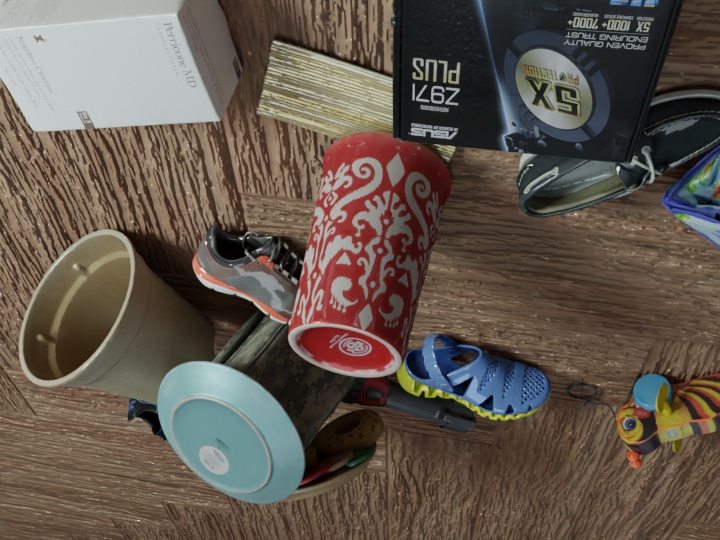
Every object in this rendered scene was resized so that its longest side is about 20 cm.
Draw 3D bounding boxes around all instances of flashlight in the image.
[{"bbox_3d":[0.061,0.173,1.112,0.198,0.068,0.068,18,151,-15],"label":"flashlight"}]

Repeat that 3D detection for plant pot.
[{"bbox_3d":[-0.289,0.079,1.012,0.199,0.202,0.183,-14,147,31],"label":"plant pot"}]

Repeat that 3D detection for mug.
[{"bbox_3d":[0.011,0.000,0.779,0.132,0.202,0.178,5,149,13],"label":"mug"}]

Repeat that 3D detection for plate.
[{"bbox_3d":[-0.155,0.194,0.914,0.198,0.026,0.202,12,122,20],"label":"plate"}]

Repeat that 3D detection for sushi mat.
[{"bbox_3d":[0.004,-0.151,0.753,0.198,0.012,0.096,17,142,-5],"label":"sushi mat"}]

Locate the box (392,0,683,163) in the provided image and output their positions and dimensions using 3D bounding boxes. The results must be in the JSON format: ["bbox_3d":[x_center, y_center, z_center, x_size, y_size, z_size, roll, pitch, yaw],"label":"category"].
[{"bbox_3d":[0.127,-0.179,0.619,0.198,0.087,0.165,8,143,7],"label":"box"}]

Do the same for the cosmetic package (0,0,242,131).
[{"bbox_3d":[-0.217,-0.193,0.709,0.198,0.082,0.113,0,139,18],"label":"cosmetic package"}]

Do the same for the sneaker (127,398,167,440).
[{"bbox_3d":[-0.283,0.246,1.291,0.199,0.078,0.070,32,139,-22],"label":"sneaker"}]

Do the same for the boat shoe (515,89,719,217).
[{"bbox_3d":[0.234,-0.096,0.713,0.199,0.061,0.076,-21,131,37],"label":"boat shoe"}]

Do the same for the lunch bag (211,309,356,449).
[{"bbox_3d":[-0.125,0.145,1.009,0.167,0.200,0.140,-21,111,42],"label":"lunch bag"}]

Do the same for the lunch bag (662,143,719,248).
[{"bbox_3d":[0.390,-0.051,0.682,0.169,0.129,0.199,29,155,-23],"label":"lunch bag"}]

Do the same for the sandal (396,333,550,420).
[{"bbox_3d":[0.147,0.132,1.021,0.198,0.080,0.088,10,139,2],"label":"sandal"}]

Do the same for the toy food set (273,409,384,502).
[{"bbox_3d":[-0.071,0.239,1.031,0.198,0.198,0.049,-10,98,16],"label":"toy food set"}]

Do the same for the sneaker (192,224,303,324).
[{"bbox_3d":[-0.098,0.003,0.932,0.198,0.078,0.082,17,136,-6],"label":"sneaker"}]

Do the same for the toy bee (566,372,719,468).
[{"bbox_3d":[0.370,0.195,1.006,0.130,0.110,0.199,33,138,-27],"label":"toy bee"}]
